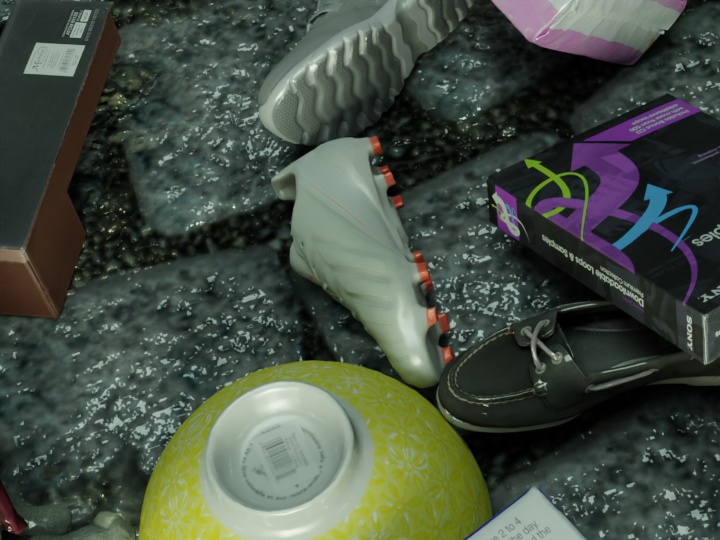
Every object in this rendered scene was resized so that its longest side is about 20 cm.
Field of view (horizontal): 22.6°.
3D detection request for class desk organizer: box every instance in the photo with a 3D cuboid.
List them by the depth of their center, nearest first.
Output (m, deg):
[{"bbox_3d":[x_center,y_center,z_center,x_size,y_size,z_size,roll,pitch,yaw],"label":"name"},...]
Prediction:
[{"bbox_3d":[-0.207,-0.074,1.155,0.071,0.077,0.202,3,56,14],"label":"desk organizer"}]

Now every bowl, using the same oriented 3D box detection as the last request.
[{"bbox_3d":[-0.033,0.120,0.961,0.198,0.108,0.202,-6,53,8],"label":"bowl"}]

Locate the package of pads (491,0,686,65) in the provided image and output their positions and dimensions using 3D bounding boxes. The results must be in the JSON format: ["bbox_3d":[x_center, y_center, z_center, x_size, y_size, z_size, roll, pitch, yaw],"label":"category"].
[{"bbox_3d":[0.109,-0.221,1.156,0.076,0.120,0.201,-51,57,24],"label":"package of pads"}]

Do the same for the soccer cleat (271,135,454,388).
[{"bbox_3d":[0.000,0.000,1.069,0.077,0.070,0.201,-22,46,2],"label":"soccer cleat"}]

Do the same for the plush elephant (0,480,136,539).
[{"bbox_3d":[-0.237,0.103,0.983,0.198,0.164,0.157,-14,76,31],"label":"plush elephant"}]

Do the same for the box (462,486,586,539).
[{"bbox_3d":[0.078,0.243,0.849,0.183,0.105,0.200,-35,56,-13],"label":"box"}]

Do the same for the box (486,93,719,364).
[{"bbox_3d":[0.184,-0.030,1.016,0.142,0.036,0.200,-25,37,-22],"label":"box"}]

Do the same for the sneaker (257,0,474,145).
[{"bbox_3d":[-0.005,-0.153,1.181,0.081,0.075,0.200,23,51,32],"label":"sneaker"}]

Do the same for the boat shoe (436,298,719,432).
[{"bbox_3d":[0.137,0.038,0.993,0.198,0.057,0.067,-10,47,-9],"label":"boat shoe"}]
